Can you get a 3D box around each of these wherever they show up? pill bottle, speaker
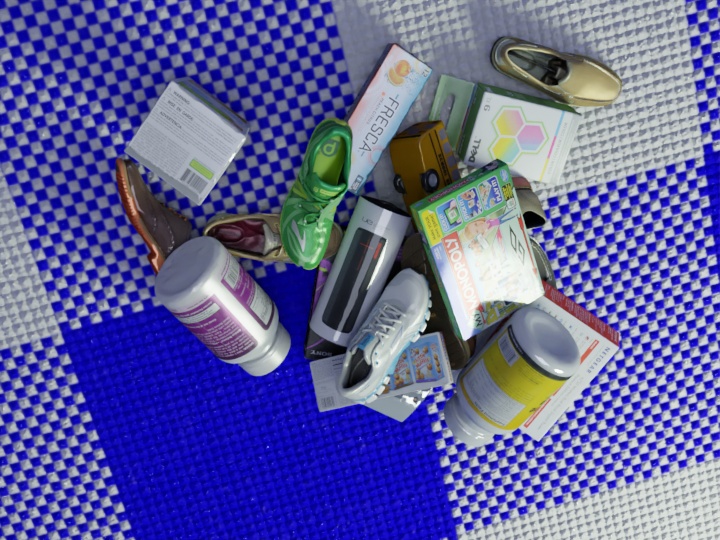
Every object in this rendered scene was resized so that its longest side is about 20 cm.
[{"bbox_3d":[-0.182,0.056,1.163,0.112,0.113,0.201,-35,128,3],"label":"pill bottle"},{"bbox_3d":[0.201,0.153,1.162,0.111,0.113,0.201,28,125,-13],"label":"pill bottle"},{"bbox_3d":[0.000,0.000,1.170,0.080,0.081,0.202,20,101,-11],"label":"speaker"}]

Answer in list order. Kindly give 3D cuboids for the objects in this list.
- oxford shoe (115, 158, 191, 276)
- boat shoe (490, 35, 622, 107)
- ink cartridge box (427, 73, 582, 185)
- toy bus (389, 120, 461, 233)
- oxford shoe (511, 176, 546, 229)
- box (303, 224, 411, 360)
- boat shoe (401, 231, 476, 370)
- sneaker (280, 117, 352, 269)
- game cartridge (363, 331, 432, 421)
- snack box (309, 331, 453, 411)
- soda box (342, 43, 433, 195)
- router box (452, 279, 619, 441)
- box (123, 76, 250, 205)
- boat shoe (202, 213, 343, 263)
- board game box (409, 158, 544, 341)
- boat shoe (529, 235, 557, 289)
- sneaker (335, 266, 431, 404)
[{"bbox_3d":[-0.279,-0.069,1.169,0.072,0.071,0.202,-27,114,-16],"label":"oxford shoe"},{"bbox_3d":[0.278,-0.270,1.168,0.197,0.076,0.073,12,103,-10],"label":"boat shoe"},{"bbox_3d":[0.196,-0.196,1.179,0.197,0.059,0.105,12,113,-9],"label":"ink cartridge box"},{"bbox_3d":[0.105,-0.100,1.184,0.078,0.065,0.202,-37,115,-35],"label":"toy bus"},{"bbox_3d":[0.172,-0.072,1.130,0.198,0.075,0.071,-18,150,-30],"label":"oxford shoe"},{"bbox_3d":[0.000,0.041,1.239,0.141,0.036,0.203,7,105,-9],"label":"box"},{"bbox_3d":[0.113,0.036,1.178,0.071,0.067,0.203,-7,109,40],"label":"boat shoe"},{"bbox_3d":[-0.058,-0.100,1.101,0.073,0.084,0.203,13,99,-9],"label":"sneaker"},{"bbox_3d":[0.068,0.115,1.235,0.132,0.041,0.202,28,96,-20],"label":"game cartridge"},{"bbox_3d":[0.027,0.142,1.175,0.197,0.024,0.073,-15,82,19],"label":"snack box"},{"bbox_3d":[0.018,-0.209,1.160,0.068,0.064,0.201,30,100,-13],"label":"soda box"},{"bbox_3d":[0.244,0.123,1.231,0.178,0.049,0.201,34,118,1],"label":"router box"},{"bbox_3d":[-0.213,-0.171,1.073,0.112,0.200,0.102,36,98,-12],"label":"box"},{"bbox_3d":[-0.123,-0.042,1.171,0.196,0.066,0.075,0,99,3],"label":"boat shoe"},{"bbox_3d":[0.156,-0.024,1.098,0.133,0.029,0.202,-29,117,-11],"label":"board game box"},{"bbox_3d":[0.266,0.047,1.259,0.071,0.060,0.205,-15,106,-3],"label":"boat shoe"},{"bbox_3d":[0.028,0.088,1.120,0.074,0.086,0.202,28,94,22],"label":"sneaker"}]
